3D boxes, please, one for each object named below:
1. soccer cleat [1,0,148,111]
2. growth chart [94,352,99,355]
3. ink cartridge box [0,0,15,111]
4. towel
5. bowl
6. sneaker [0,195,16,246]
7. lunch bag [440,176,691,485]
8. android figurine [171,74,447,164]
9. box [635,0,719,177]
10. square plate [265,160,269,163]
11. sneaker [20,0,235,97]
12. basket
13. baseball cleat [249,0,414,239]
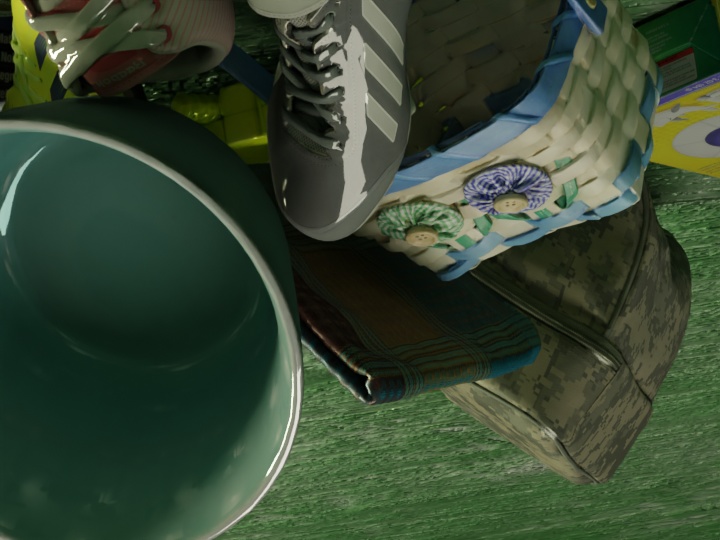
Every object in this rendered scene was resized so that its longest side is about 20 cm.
[{"bbox_3d":[-0.131,-0.077,1.129,0.083,0.065,0.201,-6,144,9],"label":"soccer cleat"},{"bbox_3d":[-0.091,0.048,1.217,0.200,0.018,0.145,-23,143,-62],"label":"growth chart"},{"bbox_3d":[-0.248,-0.085,1.156,0.199,0.041,0.200,3,160,-36],"label":"ink cartridge box"},{"bbox_3d":[0.000,0.000,1.181,0.022,0.147,0.200,-51,163,18],"label":"towel"},{"bbox_3d":[-0.106,0.009,1.038,0.200,0.202,0.105,-16,-159,23],"label":"bowl"},{"bbox_3d":[-0.229,-0.038,1.158,0.091,0.078,0.200,29,149,-27],"label":"sneaker"},{"bbox_3d":[0.124,0.020,1.520,0.168,0.139,0.200,-54,159,-4],"label":"lunch bag"},{"bbox_3d":[-0.031,-0.069,1.327,0.199,0.041,0.182,1,162,-39],"label":"android figurine"},{"bbox_3d":[0.208,-0.093,1.370,0.117,0.049,0.199,-23,161,40],"label":"box"},{"bbox_3d":[-0.101,0.055,1.300,0.198,0.028,0.200,-47,166,-28],"label":"square plate"},{"bbox_3d":[-0.113,-0.128,0.974,0.075,0.105,0.200,-16,161,30],"label":"sneaker"},{"bbox_3d":[0.033,-0.098,1.125,0.176,0.140,0.200,-23,124,38],"label":"basket"},{"bbox_3d":[-0.019,-0.098,1.006,0.070,0.201,0.106,30,-150,31],"label":"baseball cleat"}]
